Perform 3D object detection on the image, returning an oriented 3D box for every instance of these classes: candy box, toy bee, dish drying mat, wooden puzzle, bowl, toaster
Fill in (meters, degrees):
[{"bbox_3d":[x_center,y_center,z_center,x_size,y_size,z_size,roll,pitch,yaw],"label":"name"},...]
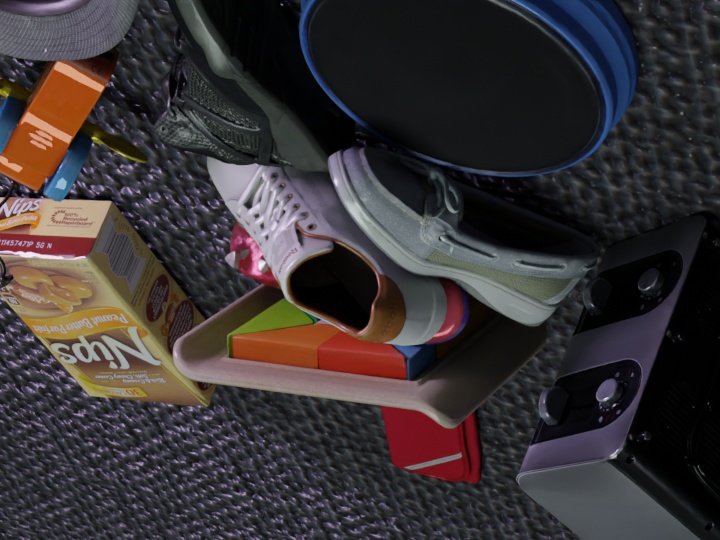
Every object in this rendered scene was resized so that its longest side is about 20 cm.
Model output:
[{"bbox_3d":[-0.194,0.025,1.723,0.115,0.055,0.200,4,147,30],"label":"candy box"},{"bbox_3d":[-0.216,-0.095,1.509,0.200,0.109,0.131,-32,118,26],"label":"toy bee"},{"bbox_3d":[0.049,0.104,1.732,0.077,0.018,0.200,14,151,16],"label":"dish drying mat"},{"bbox_3d":[0.003,0.042,1.527,0.199,0.185,0.037,11,111,23],"label":"wooden puzzle"},{"bbox_3d":[0.057,-0.123,1.315,0.200,0.039,0.201,16,151,9],"label":"bowl"},{"bbox_3d":[0.211,0.093,1.438,0.200,0.181,0.118,39,150,-27],"label":"toaster"}]

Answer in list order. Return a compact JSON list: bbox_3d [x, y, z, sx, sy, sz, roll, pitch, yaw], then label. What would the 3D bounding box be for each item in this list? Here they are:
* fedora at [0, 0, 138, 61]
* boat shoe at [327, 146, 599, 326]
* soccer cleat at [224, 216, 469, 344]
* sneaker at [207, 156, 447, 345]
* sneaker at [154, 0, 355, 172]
[{"bbox_3d":[-0.191,-0.218,1.267,0.176,0.090,0.200,-1,138,33],"label":"fedora"},{"bbox_3d":[0.062,-0.031,1.421,0.202,0.075,0.065,30,118,-35],"label":"boat shoe"},{"bbox_3d":[0.000,0.000,1.510,0.200,0.067,0.076,17,-173,37],"label":"soccer cleat"},{"bbox_3d":[-0.036,-0.028,1.432,0.200,0.073,0.085,41,-156,27],"label":"sneaker"},{"bbox_3d":[-0.091,-0.125,1.374,0.114,0.076,0.200,-2,149,26],"label":"sneaker"}]
